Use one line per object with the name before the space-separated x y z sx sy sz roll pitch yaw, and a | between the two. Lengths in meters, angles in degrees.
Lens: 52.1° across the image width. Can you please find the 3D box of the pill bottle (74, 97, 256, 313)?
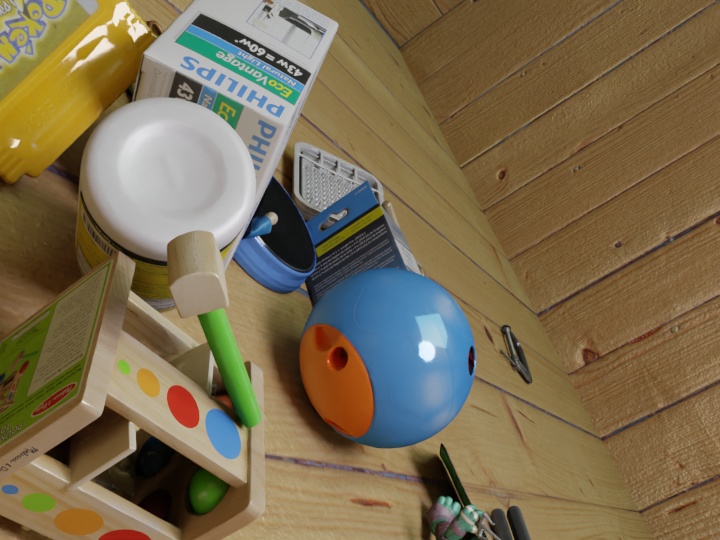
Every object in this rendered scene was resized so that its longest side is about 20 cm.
pill bottle | -0.154 -0.033 0.553 0.112 0.200 0.113 7 69 -20

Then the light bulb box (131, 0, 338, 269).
light bulb box | -0.129 -0.139 0.692 0.124 0.199 0.201 25 41 -7

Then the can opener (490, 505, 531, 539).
can opener | 0.240 0.453 1.089 0.201 0.053 0.067 -103 -173 -46

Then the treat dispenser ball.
treat dispenser ball | 0.030 0.098 0.834 0.201 0.200 0.201 50 19 -24

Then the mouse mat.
mouse mat | 0.153 0.334 1.001 0.161 0.007 0.201 74 -10 -70

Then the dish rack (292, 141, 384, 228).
dish rack | -0.040 -0.120 1.195 0.171 0.044 0.201 24 31 -20

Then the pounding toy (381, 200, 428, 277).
pounding toy | 0.058 0.031 1.119 0.184 0.142 0.201 19 42 -64

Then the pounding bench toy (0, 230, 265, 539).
pounding bench toy | -0.117 0.084 0.458 0.156 0.199 0.125 45 21 -33

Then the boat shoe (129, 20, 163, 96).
boat shoe | -0.224 -0.203 0.867 0.201 0.067 0.072 60 18 6

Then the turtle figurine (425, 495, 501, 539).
turtle figurine | 0.121 0.342 0.843 0.200 0.100 0.151 -111 -174 -85

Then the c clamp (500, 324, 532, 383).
c clamp | 0.414 0.214 1.969 0.171 0.027 0.200 51 19 -21

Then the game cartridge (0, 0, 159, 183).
game cartridge | -0.277 -0.192 0.565 0.200 0.177 0.032 47 -19 -28

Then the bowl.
bowl | -0.127 -0.066 0.952 0.201 0.039 0.201 51 19 -24

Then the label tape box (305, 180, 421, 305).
label tape box | 0.000 0.000 1.008 0.063 0.144 0.201 34 30 -52

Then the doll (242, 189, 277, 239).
doll | -0.147 -0.098 0.839 0.136 0.048 0.201 28 59 -27
